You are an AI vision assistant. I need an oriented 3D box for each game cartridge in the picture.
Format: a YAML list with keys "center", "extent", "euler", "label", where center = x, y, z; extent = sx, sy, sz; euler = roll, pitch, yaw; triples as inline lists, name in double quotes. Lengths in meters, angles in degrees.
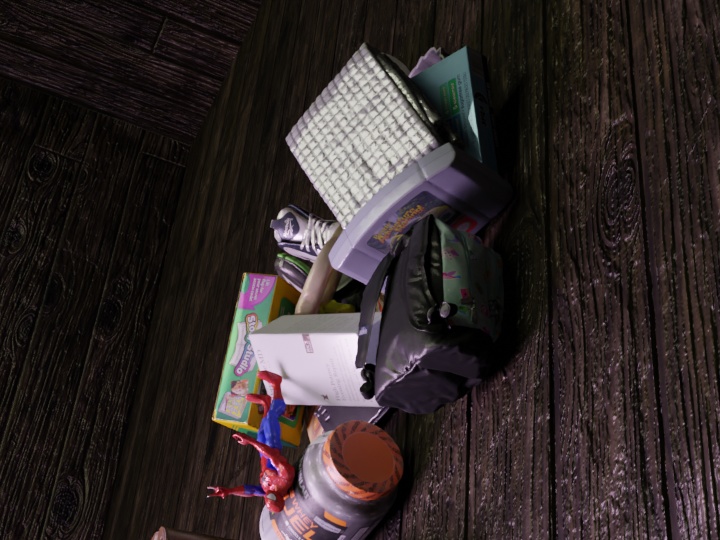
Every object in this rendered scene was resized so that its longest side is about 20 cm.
- center: [0.064, -0.054, 1.487]
  extent: [0.200, 0.133, 0.041]
  euler: [-43, 43, 21]
  label: "game cartridge"

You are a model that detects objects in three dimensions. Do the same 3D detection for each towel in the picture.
- center: [0.019, -0.149, 1.551]
  extent: [0.166, 0.085, 0.200]
  euler: [-46, 53, 15]
  label: "towel"

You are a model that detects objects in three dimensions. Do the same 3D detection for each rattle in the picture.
- center: [0.000, 0.000, 1.727]
  extent: [0.200, 0.142, 0.130]
  euler: [-63, -25, -16]
  label: "rattle"

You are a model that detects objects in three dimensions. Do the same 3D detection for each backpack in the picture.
- center: [0.083, 0.044, 1.420]
  extent: [0.167, 0.126, 0.201]
  euler: [-38, 35, 40]
  label: "backpack"

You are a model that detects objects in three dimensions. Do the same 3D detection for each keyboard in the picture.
- center: [0.004, 0.131, 1.656]
  extent: [0.200, 0.021, 0.127]
  euler: [-50, 56, 30]
  label: "keyboard"

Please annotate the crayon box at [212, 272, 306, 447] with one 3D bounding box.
- center: [-0.121, 0.124, 1.757]
  extent: [0.173, 0.058, 0.201]
  euler: [40, -123, -63]
  label: "crayon box"

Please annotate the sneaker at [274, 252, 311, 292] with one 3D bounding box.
- center: [-0.087, 0.065, 1.902]
  extent: [0.077, 0.084, 0.201]
  euler: [23, 138, 47]
  label: "sneaker"

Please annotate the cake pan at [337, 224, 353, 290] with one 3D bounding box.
- center: [0.005, -0.060, 1.862]
  extent: [0.200, 0.037, 0.200]
  euler: [-50, 12, 14]
  label: "cake pan"

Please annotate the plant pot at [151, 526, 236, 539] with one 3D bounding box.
- center: [-0.202, 0.449, 1.789]
  extent: [0.200, 0.198, 0.201]
  euler: [-161, 90, -75]
  label: "plant pot"

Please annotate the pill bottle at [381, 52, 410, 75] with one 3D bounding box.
- center: [0.002, -0.243, 2.048]
  extent: [0.200, 0.112, 0.113]
  euler: [125, 158, -44]
  label: "pill bottle"

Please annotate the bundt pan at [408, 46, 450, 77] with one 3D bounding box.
- center: [0.098, -0.189, 1.725]
  extent: [0.202, 0.076, 0.203]
  euler: [-161, 90, -75]
  label: "bundt pan"

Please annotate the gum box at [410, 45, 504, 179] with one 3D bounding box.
- center: [0.075, -0.154, 1.590]
  extent: [0.200, 0.044, 0.171]
  euler: [-25, 59, 37]
  label: "gum box"

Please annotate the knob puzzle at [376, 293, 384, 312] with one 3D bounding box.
- center: [0.050, 0.006, 1.640]
  extent: [0.219, 0.030, 0.221]
  euler: [5, 95, 63]
  label: "knob puzzle"

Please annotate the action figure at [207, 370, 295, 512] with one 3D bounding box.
- center: [-0.132, 0.206, 1.552]
  extent: [0.200, 0.099, 0.065]
  euler: [-106, 34, -48]
  label: "action figure"

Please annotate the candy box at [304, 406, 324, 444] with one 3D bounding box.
- center: [-0.035, 0.166, 1.807]
  extent: [0.200, 0.055, 0.116]
  euler: [-116, 46, -67]
  label: "candy box"

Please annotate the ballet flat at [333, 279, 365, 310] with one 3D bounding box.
- center: [-0.008, 0.017, 1.881]
  extent: [0.200, 0.057, 0.067]
  euler: [-50, 22, 51]
  label: "ballet flat"

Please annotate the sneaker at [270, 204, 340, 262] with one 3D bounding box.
- center: [-0.076, -0.056, 2.063]
  extent: [0.199, 0.129, 0.080]
  euler: [-172, 100, -74]
  label: "sneaker"

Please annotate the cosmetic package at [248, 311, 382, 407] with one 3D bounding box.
- center: [-0.039, 0.110, 1.616]
  extent: [0.200, 0.074, 0.102]
  euler: [-6, 106, 43]
  label: "cosmetic package"

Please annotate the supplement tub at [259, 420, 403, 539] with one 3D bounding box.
- center: [-0.033, 0.272, 1.558]
  extent: [0.123, 0.122, 0.200]
  euler: [-87, 22, -43]
  label: "supplement tub"
